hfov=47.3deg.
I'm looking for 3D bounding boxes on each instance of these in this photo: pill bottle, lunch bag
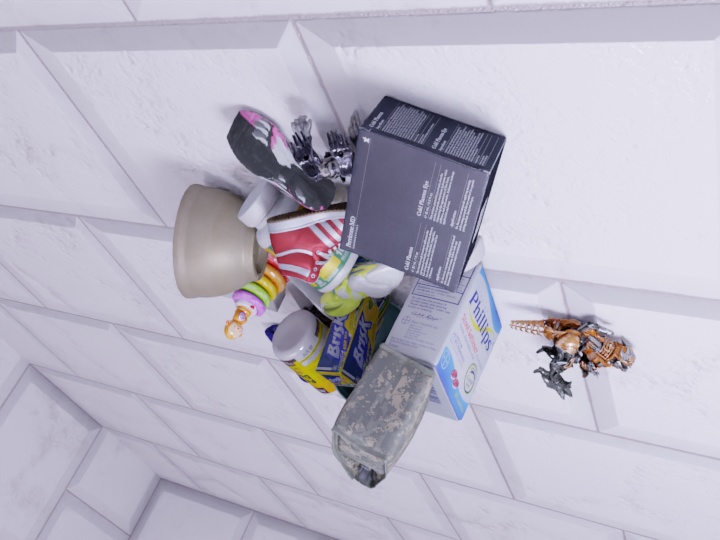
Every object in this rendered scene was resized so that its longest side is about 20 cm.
[{"bbox_3d":[-0.106,-0.063,1.392,0.199,0.114,0.112,38,149,-19],"label":"pill bottle"},{"bbox_3d":[0.033,0.238,1.291,0.116,0.165,0.201,27,154,15],"label":"lunch bag"},{"bbox_3d":[-0.079,0.174,1.643,0.108,0.111,0.200,-4,143,42],"label":"pill bottle"}]

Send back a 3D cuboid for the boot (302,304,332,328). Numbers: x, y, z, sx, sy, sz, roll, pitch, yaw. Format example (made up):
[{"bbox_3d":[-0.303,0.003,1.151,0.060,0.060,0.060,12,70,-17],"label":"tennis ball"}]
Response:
[{"bbox_3d":[-0.031,0.135,1.729,0.197,0.070,0.188,27,144,-16],"label":"boot"}]

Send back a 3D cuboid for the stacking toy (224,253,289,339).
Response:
[{"bbox_3d":[-0.203,0.043,1.552,0.108,0.202,0.116,-3,140,42],"label":"stacking toy"}]

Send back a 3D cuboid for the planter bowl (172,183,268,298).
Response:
[{"bbox_3d":[-0.237,-0.048,1.465,0.131,0.204,0.202,4,148,7],"label":"planter bowl"}]

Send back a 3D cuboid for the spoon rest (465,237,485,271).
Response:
[{"bbox_3d":[0.099,-0.034,1.324,0.196,0.061,0.100,9,147,27],"label":"spoon rest"}]

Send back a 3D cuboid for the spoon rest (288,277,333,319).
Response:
[{"bbox_3d":[-0.093,0.011,1.523,0.060,0.100,0.201,-26,118,20],"label":"spoon rest"}]

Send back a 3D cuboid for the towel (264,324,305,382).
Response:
[{"bbox_3d":[-0.128,0.205,1.908,0.145,0.050,0.201,6,145,32],"label":"towel"}]

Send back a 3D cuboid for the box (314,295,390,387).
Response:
[{"bbox_3d":[-0.010,0.105,1.485,0.069,0.204,0.064,-4,149,42],"label":"box"}]

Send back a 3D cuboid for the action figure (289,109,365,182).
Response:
[{"bbox_3d":[-0.038,-0.176,1.170,0.116,0.105,0.200,-8,-174,6],"label":"action figure"}]

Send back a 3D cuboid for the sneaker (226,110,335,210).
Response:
[{"bbox_3d":[-0.130,-0.163,1.296,0.200,0.081,0.086,44,175,-7],"label":"sneaker"}]

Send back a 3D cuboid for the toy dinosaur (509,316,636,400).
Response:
[{"bbox_3d":[0.349,0.122,1.366,0.199,0.102,0.137,37,140,20],"label":"toy dinosaur"}]

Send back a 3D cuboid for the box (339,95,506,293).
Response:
[{"bbox_3d":[0.081,-0.104,1.122,0.179,0.105,0.203,20,130,10],"label":"box"}]

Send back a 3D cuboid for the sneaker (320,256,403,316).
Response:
[{"bbox_3d":[0.000,0.000,1.427,0.075,0.107,0.198,30,140,-32],"label":"sneaker"}]

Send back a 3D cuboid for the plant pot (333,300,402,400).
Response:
[{"bbox_3d":[0.053,0.167,1.576,0.197,0.205,0.133,4,169,35],"label":"plant pot"}]

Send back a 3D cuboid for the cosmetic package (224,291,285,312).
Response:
[{"bbox_3d":[-0.258,0.022,1.720,0.196,0.051,0.083,15,151,21],"label":"cosmetic package"}]

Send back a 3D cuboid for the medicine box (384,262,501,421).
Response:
[{"bbox_3d":[0.142,0.110,1.372,0.101,0.202,0.183,13,149,31],"label":"medicine box"}]

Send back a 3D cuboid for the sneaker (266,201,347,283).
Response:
[{"bbox_3d":[-0.044,-0.044,1.312,0.195,0.071,0.115,-9,103,0],"label":"sneaker"}]
